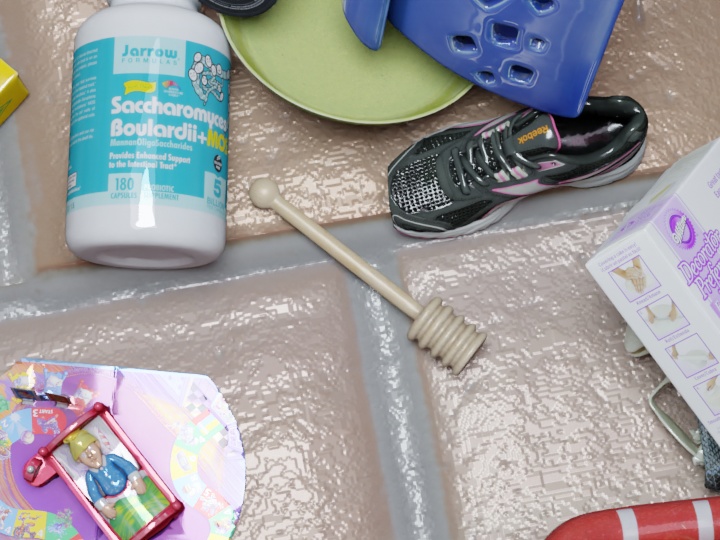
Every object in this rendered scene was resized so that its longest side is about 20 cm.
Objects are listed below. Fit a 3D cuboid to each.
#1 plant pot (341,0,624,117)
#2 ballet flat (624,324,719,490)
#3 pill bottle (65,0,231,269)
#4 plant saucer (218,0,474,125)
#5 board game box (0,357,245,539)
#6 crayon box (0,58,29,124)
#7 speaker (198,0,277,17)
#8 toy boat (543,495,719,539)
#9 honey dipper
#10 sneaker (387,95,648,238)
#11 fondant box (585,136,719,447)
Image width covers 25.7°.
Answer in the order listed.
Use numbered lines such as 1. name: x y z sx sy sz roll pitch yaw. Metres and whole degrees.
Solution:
1. plant pot: 0.090 -0.249 1.049 0.178 0.201 0.201 13 52 0
2. ballet flat: 0.222 0.062 1.101 0.074 0.074 0.201 -23 78 -6
3. pill bottle: -0.145 -0.107 1.089 0.110 0.111 0.202 1 80 -2
4. plant saucer: -0.004 -0.178 1.121 0.198 0.031 0.201 5 59 -8
5. board game box: -0.179 0.142 1.078 0.198 0.039 0.159 6 80 -1
6. crayon box: -0.366 -0.131 1.111 0.200 0.058 0.173 40 80 4
7. speaker: -0.058 -0.272 1.099 0.081 0.081 0.201 21 54 1
8. toy boat: 0.209 0.217 1.036 0.198 0.131 0.132 -6 80 -4
9. honey dipper: 0.000 0.000 1.115 0.200 0.038 0.038 37 80 6
10. sneaker: 0.110 -0.086 1.108 0.199 0.086 0.081 -21 80 -5
11. fondant box: 0.255 0.030 1.055 0.200 0.058 0.144 52 44 -4
